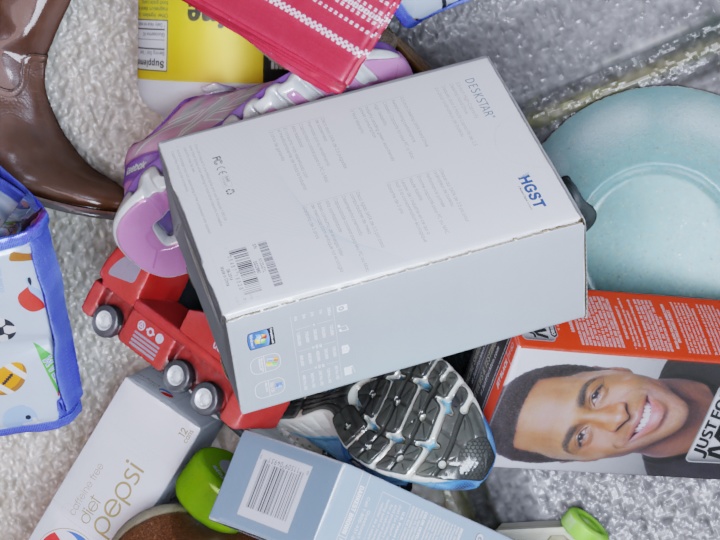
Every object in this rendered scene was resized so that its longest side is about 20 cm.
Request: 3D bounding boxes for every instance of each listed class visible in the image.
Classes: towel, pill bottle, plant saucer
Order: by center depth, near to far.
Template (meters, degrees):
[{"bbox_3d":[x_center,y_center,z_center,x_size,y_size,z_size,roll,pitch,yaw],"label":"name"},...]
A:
[{"bbox_3d":[-0.015,-0.214,1.237,0.144,0.022,0.200,32,86,18],"label":"towel"},{"bbox_3d":[0.187,-0.015,1.361,0.200,0.039,0.202,1,96,14],"label":"plant saucer"},{"bbox_3d":[-0.084,-0.159,1.376,0.112,0.112,0.201,3,97,14],"label":"pill bottle"}]

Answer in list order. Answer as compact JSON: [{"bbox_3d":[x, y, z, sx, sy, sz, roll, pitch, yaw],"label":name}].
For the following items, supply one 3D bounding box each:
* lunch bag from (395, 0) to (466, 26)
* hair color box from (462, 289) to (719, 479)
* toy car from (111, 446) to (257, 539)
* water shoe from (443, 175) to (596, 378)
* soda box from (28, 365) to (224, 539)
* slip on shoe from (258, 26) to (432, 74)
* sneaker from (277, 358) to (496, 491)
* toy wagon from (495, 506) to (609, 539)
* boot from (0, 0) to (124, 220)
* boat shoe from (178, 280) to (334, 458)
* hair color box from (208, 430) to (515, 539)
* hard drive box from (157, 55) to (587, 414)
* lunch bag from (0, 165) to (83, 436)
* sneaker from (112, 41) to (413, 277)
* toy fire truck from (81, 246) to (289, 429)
[{"bbox_3d":[0.055,-0.270,1.314,0.170,0.124,0.200,-25,90,17],"label":"lunch bag"},{"bbox_3d":[0.167,0.068,1.300,0.199,0.061,0.102,5,130,-15],"label":"hair color box"},{"bbox_3d":[-0.075,0.242,1.355,0.158,0.200,0.164,25,111,-29],"label":"toy car"},{"bbox_3d":[0.100,0.024,1.342,0.079,0.200,0.072,-19,57,-21],"label":"water shoe"},{"bbox_3d":[-0.170,0.163,1.456,0.064,0.068,0.200,33,103,8],"label":"soda box"},{"bbox_3d":[-0.006,-0.134,1.331,0.061,0.076,0.200,3,142,46],"label":"slip on shoe"},{"bbox_3d":[0.026,0.093,1.313,0.090,0.200,0.078,39,79,-30],"label":"sneaker"},{"bbox_3d":[0.144,0.255,1.402,0.200,0.040,0.155,41,104,6],"label":"toy wagon"},{"bbox_3d":[-0.200,-0.149,1.435,0.186,0.064,0.200,23,97,12],"label":"boot"},{"bbox_3d":[-0.083,0.056,1.426,0.200,0.060,0.076,39,104,7],"label":"boat shoe"},{"bbox_3d":[0.018,0.163,1.314,0.099,0.200,0.061,13,78,50],"label":"hair color box"},{"bbox_3d":[0.005,-0.023,1.200,0.199,0.156,0.077,-15,134,-8],"label":"hard drive box"},{"bbox_3d":[-0.279,0.015,1.415,0.199,0.124,0.170,10,130,19],"label":"lunch bag"},{"bbox_3d":[-0.064,-0.083,1.290,0.200,0.089,0.081,-31,128,7],"label":"sneaker"},{"bbox_3d":[-0.067,0.017,1.312,0.200,0.049,0.141,35,104,29],"label":"toy fire truck"}]
